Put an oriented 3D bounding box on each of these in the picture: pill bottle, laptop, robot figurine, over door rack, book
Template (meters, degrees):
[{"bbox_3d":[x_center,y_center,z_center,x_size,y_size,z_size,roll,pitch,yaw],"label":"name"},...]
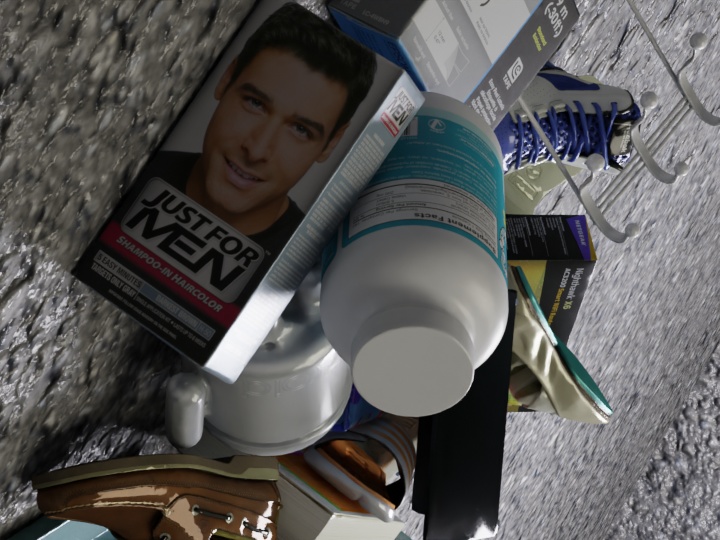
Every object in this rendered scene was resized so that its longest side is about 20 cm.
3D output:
[{"bbox_3d":[0.032,-0.008,1.187,0.201,0.110,0.111,-86,-169,-49],"label":"pill bottle"},{"bbox_3d":[0.051,0.097,1.435,0.103,0.200,0.178,6,90,-26],"label":"laptop"},{"bbox_3d":[-0.061,0.046,1.287,0.169,0.113,0.200,-36,156,-19],"label":"robot figurine"},{"bbox_3d":[0.179,-0.141,1.468,0.148,0.200,0.067,-48,-162,-24],"label":"over door rack"},{"bbox_3d":[-0.051,0.154,1.468,0.048,0.133,0.200,-52,162,6],"label":"book"}]

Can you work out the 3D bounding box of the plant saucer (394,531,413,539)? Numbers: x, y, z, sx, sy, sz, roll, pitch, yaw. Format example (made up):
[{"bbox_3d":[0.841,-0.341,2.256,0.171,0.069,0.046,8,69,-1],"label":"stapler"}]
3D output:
[{"bbox_3d":[-0.042,0.231,1.599,0.200,0.199,0.036,-20,105,-62],"label":"plant saucer"}]

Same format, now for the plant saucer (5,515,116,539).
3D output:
[{"bbox_3d":[-0.198,0.179,1.313,0.200,0.019,0.070,-29,147,-55],"label":"plant saucer"}]

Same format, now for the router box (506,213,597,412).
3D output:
[{"bbox_3d":[0.091,0.038,1.626,0.201,0.156,0.052,102,-18,-48],"label":"router box"}]

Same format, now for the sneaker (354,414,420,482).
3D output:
[{"bbox_3d":[0.045,0.136,1.629,0.084,0.075,0.200,6,154,-34],"label":"sneaker"}]

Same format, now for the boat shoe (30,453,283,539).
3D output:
[{"bbox_3d":[-0.122,0.154,1.283,0.199,0.072,0.068,5,77,-46],"label":"boat shoe"}]

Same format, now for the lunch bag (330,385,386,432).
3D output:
[{"bbox_3d":[0.000,0.000,1.449,0.150,0.094,0.201,-12,117,-67],"label":"lunch bag"}]

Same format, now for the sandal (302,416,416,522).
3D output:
[{"bbox_3d":[0.004,0.133,1.500,0.059,0.079,0.207,-53,-177,2],"label":"sandal"}]

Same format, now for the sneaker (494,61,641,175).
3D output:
[{"bbox_3d":[0.149,-0.114,1.531,0.199,0.115,0.081,-29,129,-55],"label":"sneaker"}]

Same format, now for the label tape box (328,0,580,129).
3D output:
[{"bbox_3d":[0.082,-0.189,1.281,0.200,0.066,0.143,-51,145,-12],"label":"label tape box"}]

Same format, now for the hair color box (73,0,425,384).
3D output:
[{"bbox_3d":[-0.062,-0.048,1.142,0.200,0.099,0.061,-56,161,-3],"label":"hair color box"}]

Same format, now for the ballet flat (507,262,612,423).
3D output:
[{"bbox_3d":[0.133,0.068,1.574,0.070,0.069,0.200,-51,133,-16],"label":"ballet flat"}]

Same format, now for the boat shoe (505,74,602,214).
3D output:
[{"bbox_3d":[0.133,-0.083,1.671,0.200,0.071,0.062,-54,-155,-15],"label":"boat shoe"}]
